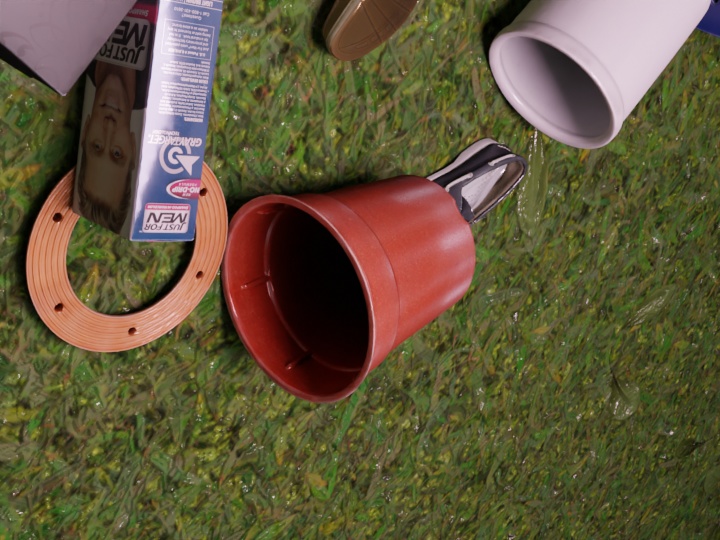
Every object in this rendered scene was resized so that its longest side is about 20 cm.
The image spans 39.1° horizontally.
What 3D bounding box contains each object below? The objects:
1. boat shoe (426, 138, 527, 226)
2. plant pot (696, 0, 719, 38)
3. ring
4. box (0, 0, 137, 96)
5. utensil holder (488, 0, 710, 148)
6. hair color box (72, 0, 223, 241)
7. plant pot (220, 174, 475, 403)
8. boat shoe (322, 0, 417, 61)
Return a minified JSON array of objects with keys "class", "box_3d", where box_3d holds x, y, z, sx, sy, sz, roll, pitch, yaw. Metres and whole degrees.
[{"class":"boat shoe","box_3d":[0.108,-0.077,1.147,0.200,0.060,0.076,-45,137,-17]},{"class":"plant pot","box_3d":[0.571,-0.395,1.311,0.199,0.200,0.181,-26,134,-31]},{"class":"ring","box_3d":[-0.205,-0.022,0.901,0.199,0.019,0.202,-22,125,-34]},{"class":"box","box_3d":[-0.217,-0.251,0.681,0.201,0.124,0.148,-56,138,-7]},{"class":"utensil holder","box_3d":[0.268,-0.264,1.121,0.200,0.169,0.170,-48,137,-14]},{"class":"hair color box","box_3d":[-0.169,-0.132,0.796,0.060,0.100,0.202,-2,106,-43]},{"class":"plant pot","box_3d":[0.000,0.000,1.001,0.194,0.200,0.203,-24,128,-44]},{"class":"boat shoe","box_3d":[0.025,-0.290,0.958,0.201,0.063,0.073,-55,151,4]}]
